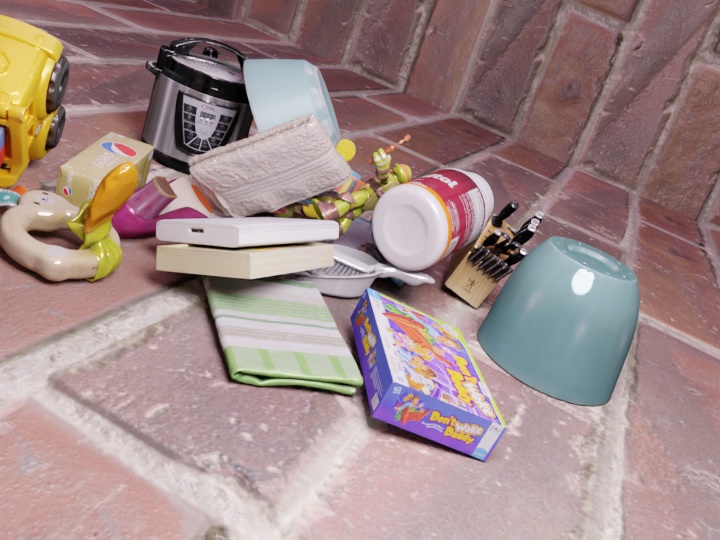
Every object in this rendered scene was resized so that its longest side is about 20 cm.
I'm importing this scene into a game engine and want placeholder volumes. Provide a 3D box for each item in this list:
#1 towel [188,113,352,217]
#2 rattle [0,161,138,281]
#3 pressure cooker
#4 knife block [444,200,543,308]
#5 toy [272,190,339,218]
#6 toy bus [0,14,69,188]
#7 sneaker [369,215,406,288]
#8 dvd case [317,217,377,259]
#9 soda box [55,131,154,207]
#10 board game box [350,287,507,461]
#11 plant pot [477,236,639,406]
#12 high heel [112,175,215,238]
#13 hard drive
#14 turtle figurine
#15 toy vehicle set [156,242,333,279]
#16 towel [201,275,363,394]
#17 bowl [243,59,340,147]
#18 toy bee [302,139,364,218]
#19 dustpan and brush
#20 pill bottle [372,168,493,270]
[{"bbox_3d":[-0.123,-0.135,1.034,0.133,0.196,0.035,50,26,-55],"label":"towel"},{"bbox_3d":[-0.334,-0.088,0.814,0.129,0.145,0.200,-22,50,-36],"label":"rattle"},{"bbox_3d":[-0.259,-0.275,1.248,0.177,0.203,0.175,28,20,18],"label":"pressure cooker"},{"bbox_3d":[0.203,-0.040,1.144,0.064,0.177,0.200,36,20,-2],"label":"knife block"},{"bbox_3d":[-0.115,-0.103,1.155,0.196,0.048,0.115,8,-9,16],"label":"toy"},{"bbox_3d":[-0.439,-0.170,0.911,0.133,0.201,0.195,13,57,-16],"label":"toy bus"},{"bbox_3d":[0.062,-0.064,1.147,0.095,0.079,0.201,41,27,-12],"label":"sneaker"},{"bbox_3d":[-0.008,-0.045,1.186,0.141,0.018,0.199,27,21,16],"label":"dvd case"},{"bbox_3d":[-0.331,-0.121,0.994,0.066,0.065,0.201,18,20,-7],"label":"soda box"},{"bbox_3d":[0.066,0.105,0.824,0.133,0.045,0.201,24,19,-18],"label":"board game box"},{"bbox_3d":[0.277,0.054,1.018,0.197,0.164,0.201,18,21,-7],"label":"plant pot"},{"bbox_3d":[-0.259,-0.073,0.986,0.068,0.095,0.200,57,7,11],"label":"high heel"},{"bbox_3d":[-0.134,-0.050,0.942,0.130,0.027,0.199,5,7,31],"label":"hard drive"},{"bbox_3d":[0.014,-0.103,1.070,0.065,0.160,0.200,56,-8,9],"label":"turtle figurine"},{"bbox_3d":[-0.128,-0.016,0.894,0.122,0.027,0.199,5,7,24],"label":"toy vehicle set"},{"bbox_3d":[-0.092,0.065,0.831,0.146,0.031,0.201,9,26,-24],"label":"towel"},{"bbox_3d":[-0.096,-0.240,1.172,0.103,0.204,0.201,-17,21,7],"label":"bowl"},{"bbox_3d":[-0.061,-0.147,1.259,0.107,0.133,0.200,29,-21,-12],"label":"toy bee"},{"bbox_3d":[0.000,0.000,1.022,0.196,0.058,0.140,21,20,-1],"label":"dustpan and brush"},{"bbox_3d":[0.109,-0.078,1.058,0.112,0.115,0.199,29,29,22],"label":"pill bottle"}]
